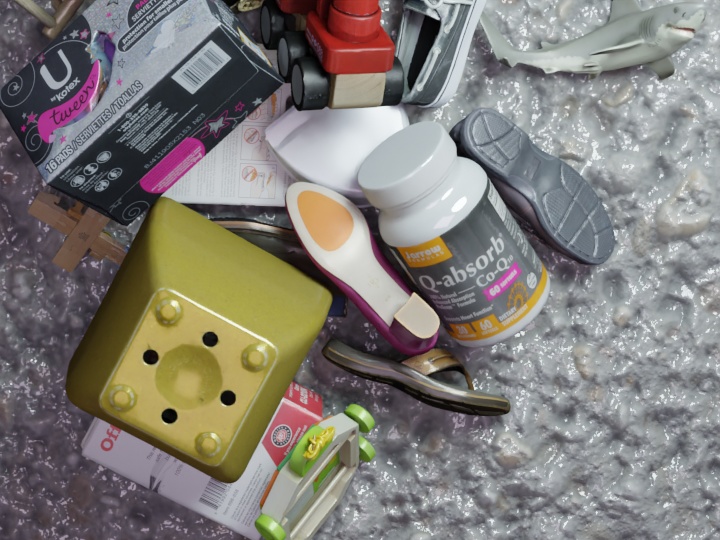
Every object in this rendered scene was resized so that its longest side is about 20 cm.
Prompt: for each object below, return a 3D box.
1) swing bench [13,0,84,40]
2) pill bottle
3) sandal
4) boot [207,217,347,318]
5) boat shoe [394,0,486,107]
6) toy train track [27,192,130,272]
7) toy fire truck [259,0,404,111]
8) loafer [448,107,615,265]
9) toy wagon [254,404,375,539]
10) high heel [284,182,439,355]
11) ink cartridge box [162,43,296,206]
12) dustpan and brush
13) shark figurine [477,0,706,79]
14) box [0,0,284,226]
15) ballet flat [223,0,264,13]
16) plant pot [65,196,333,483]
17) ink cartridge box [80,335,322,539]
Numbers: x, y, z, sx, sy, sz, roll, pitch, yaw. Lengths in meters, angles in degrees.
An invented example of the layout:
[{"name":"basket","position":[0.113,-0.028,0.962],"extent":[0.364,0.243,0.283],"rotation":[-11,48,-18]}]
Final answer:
[{"name":"swing bench","position":[-0.265,-0.338,1.164],"extent":[0.199,0.199,0.130],"rotation":[-36,71,7]},{"name":"pill bottle","position":[0.087,-0.033,1.269],"extent":[0.116,0.117,0.201],"rotation":[-34,118,5]},{"name":"sandal","position":[0.060,0.099,1.350],"extent":[0.198,0.082,0.055],"rotation":[20,79,2]},{"name":"boot","position":[-0.098,-0.002,1.311],"extent":[0.198,0.075,0.098],"rotation":[0,94,-5]},{"name":"boat shoe","position":[0.069,-0.253,1.263],"extent":[0.073,0.068,0.201],"rotation":[30,111,36]},{"name":"toy train track","position":[-0.230,-0.022,1.325],"extent":[0.199,0.033,0.115],"rotation":[32,133,-16]},{"name":"toy fire truck","position":[-0.035,-0.260,1.180],"extent":[0.127,0.177,0.202],"rotation":[-4,128,-18]},{"name":"loafer","position":[0.166,-0.080,1.323],"extent":[0.200,0.063,0.072],"rotation":[42,68,-13]},{"name":"toy wagon","position":[-0.045,0.198,1.300],"extent":[0.039,0.201,0.155],"rotation":[31,63,19]},{"name":"high heel","position":[0.000,0.000,1.288],"extent":[0.200,0.096,0.067],"rotation":[41,76,6]},{"name":"ink cartridge box","position":[-0.145,-0.146,1.310],"extent":[0.198,0.050,0.163],"rotation":[1,102,-18]},{"name":"dustpan and brush","position":[0.015,-0.094,1.317],"extent":[0.139,0.057,0.201],"rotation":[-39,93,-6]},{"name":"shark figurine","position":[0.224,-0.231,1.289],"extent":[0.212,0.128,0.091],"rotation":[-6,76,18]},{"name":"box","position":[-0.193,-0.160,1.176],"extent":[0.200,0.132,0.115],"rotation":[-41,63,7]},{"name":"ballet flat","position":[-0.156,-0.261,1.222],"extent":[0.199,0.046,0.068],"rotation":[3,130,-45]},{"name":"plant pot","position":[-0.146,0.074,1.185],"extent":[0.193,0.200,0.197],"rotation":[28,97,-7]},{"name":"ink cartridge box","position":[-0.156,0.152,1.341],"extent":[0.199,0.084,0.145],"rotation":[28,99,-8]}]
